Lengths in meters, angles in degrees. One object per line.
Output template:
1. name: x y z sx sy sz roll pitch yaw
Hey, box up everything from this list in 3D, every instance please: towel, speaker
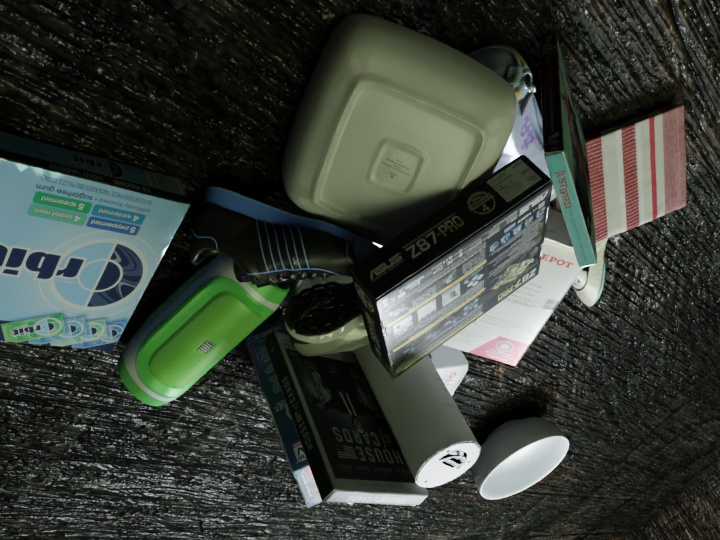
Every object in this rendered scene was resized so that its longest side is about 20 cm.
1. towel: 0.334 -0.117 0.927 0.197 0.023 0.146 -21 116 -11
2. speaker: -0.171 0.057 0.779 0.199 0.089 0.088 -41 140 13
3. speaker: 0.057 0.138 0.811 0.080 0.201 0.082 -17 140 -15

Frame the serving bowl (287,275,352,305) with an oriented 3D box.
1. serving bowl: 0.000 0.000 0.842 0.197 0.066 0.202 -18 140 -16

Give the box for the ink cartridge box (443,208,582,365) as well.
1. ink cartridge box: 0.176 0.010 0.912 0.144 0.083 0.202 17 126 -10

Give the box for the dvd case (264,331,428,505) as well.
1. dvd case: -0.017 0.162 0.790 0.149 0.202 0.025 20 122 -44

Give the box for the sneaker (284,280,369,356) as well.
1. sneaker: 0.011 0.045 0.798 0.196 0.075 0.080 -12 147 -13

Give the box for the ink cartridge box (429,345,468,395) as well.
1. ink cartridge box: 0.033 0.159 1.018 0.197 0.083 0.147 -2 133 -31

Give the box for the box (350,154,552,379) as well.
1. box: 0.092 0.002 0.691 0.198 0.049 0.162 -34 147 -12

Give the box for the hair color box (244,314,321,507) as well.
1. hair color box: -0.078 0.164 0.859 0.060 0.201 0.101 -22 141 -9

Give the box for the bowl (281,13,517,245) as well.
1. bowl: 0.034 -0.109 0.669 0.197 0.075 0.202 21 120 -11

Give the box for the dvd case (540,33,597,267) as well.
1. dvd case: 0.211 -0.126 0.729 0.022 0.202 0.147 -12 132 23

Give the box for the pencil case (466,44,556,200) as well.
1. pencil case: 0.163 -0.150 0.771 0.089 0.085 0.200 -8 150 26

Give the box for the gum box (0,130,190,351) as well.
1. gum box: -0.277 -0.015 0.665 0.168 0.045 0.201 11 125 -40

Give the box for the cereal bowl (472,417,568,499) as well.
1. cereal bowl: 0.300 0.353 1.398 0.197 0.084 0.202 -18 140 -16

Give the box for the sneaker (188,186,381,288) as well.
1. sneaker: -0.071 -0.015 0.696 0.070 0.196 0.079 58 50 -81

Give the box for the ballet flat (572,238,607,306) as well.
1. ballet flat: 0.317 -0.030 1.025 0.061 0.068 0.203 -10 128 -9
